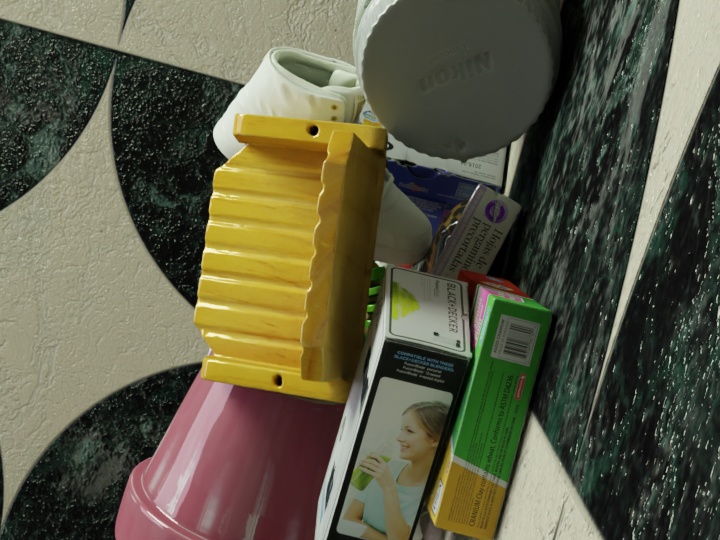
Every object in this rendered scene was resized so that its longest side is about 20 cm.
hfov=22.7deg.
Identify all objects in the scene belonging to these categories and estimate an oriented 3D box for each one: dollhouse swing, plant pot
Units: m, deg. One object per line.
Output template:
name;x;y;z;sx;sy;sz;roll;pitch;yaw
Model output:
dollhouse swing;-0.067;-0.013;1.293;0.176;0.180;0.202;9;-92;-67
plant pot;-0.085;0.160;1.469;0.200;0.199;0.180;-91;18;-74

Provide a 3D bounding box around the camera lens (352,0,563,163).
camera lens;0.076;-0.194;1.389;0.200;0.159;0.161;-83;9;-60

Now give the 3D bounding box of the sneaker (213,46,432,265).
sneaker;-0.010;-0.093;1.417;0.116;0.199;0.074;-52;8;39

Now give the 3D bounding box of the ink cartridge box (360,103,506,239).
ink cartridge box;0.055;-0.115;1.540;0.077;0.135;0.201;108;175;-50

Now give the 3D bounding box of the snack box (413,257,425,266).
snack box;0.011;-0.019;1.671;0.199;0.037;0.116;-32;-18;-36

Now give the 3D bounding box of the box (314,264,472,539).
box;0.020;0.111;1.224;0.117;0.060;0.201;-85;10;-64

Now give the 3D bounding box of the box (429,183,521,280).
box;0.058;0.032;1.347;0.201;0.039;0.041;-62;-1;-5

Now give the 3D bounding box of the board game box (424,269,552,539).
board game box;0.079;0.086;1.226;0.200;0.040;0.154;-125;49;-84

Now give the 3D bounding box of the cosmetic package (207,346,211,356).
cosmetic package;-0.048;0.076;1.825;0.200;0.122;0.201;13;-89;-64

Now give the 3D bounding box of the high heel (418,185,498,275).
high heel;0.073;0.014;1.474;0.143;0.071;0.200;-64;-2;-13

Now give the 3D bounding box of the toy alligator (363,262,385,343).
toy alligator;0.000;0.000;1.542;0.059;0.054;0.202;-14;-82;-55

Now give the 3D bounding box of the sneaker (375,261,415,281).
sneaker;0.038;0.050;1.656;0.077;0.085;0.200;-45;-21;-10

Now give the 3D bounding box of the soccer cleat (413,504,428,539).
soccer cleat;0.036;0.152;1.419;0.069;0.078;0.200;-33;8;22
